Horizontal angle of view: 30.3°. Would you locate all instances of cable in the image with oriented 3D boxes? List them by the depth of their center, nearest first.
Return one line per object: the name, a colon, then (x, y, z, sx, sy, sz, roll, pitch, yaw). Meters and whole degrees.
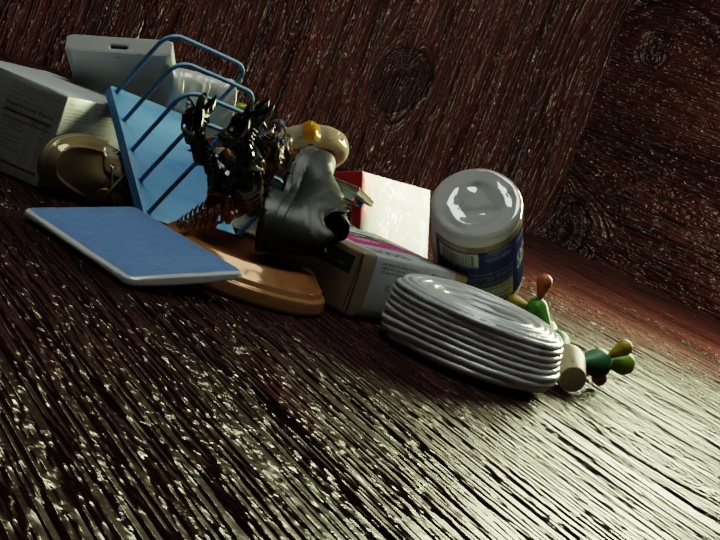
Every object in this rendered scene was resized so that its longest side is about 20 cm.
cable: (0.120, 0.065, 1.396, 0.198, 0.070, 0.200, 16, 9, -35)

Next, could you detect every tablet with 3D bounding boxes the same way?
tablet: (-0.216, -0.025, 1.252, 0.129, 0.014, 0.199, -3, 23, -42)

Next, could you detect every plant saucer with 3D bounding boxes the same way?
plant saucer: (-0.126, -0.007, 1.367, 0.198, 0.038, 0.200, 20, 7, -2)

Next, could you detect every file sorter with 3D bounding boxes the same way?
file sorter: (-0.186, -0.149, 1.526, 0.138, 0.123, 0.201, 19, 40, -44)

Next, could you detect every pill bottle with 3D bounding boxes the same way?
pill bottle: (0.143, -0.019, 1.612, 0.110, 0.111, 0.201, 23, -31, 22)

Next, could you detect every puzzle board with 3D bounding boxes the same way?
puzzle board: (-0.061, -0.116, 1.667, 0.149, 0.018, 0.200, 23, 0, 6)

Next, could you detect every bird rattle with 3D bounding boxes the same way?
bird rattle: (-0.091, -0.152, 1.848, 0.162, 0.114, 0.200, -15, -28, 29)

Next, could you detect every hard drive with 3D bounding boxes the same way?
hard drive: (-0.299, -0.231, 1.711, 0.130, 0.027, 0.201, 3, -27, -2)

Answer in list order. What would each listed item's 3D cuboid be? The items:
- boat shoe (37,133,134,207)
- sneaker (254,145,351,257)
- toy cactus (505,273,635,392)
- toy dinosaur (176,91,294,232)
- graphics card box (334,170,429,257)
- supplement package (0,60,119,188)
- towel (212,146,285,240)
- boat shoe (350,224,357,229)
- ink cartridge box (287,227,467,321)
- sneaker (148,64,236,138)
boat shoe: (-0.283, -0.107, 1.521, 0.064, 0.072, 0.199, 24, 6, 31)
sneaker: (-0.049, -0.066, 1.425, 0.090, 0.077, 0.201, 16, 34, 4)
toy cactus: (0.239, 0.088, 1.543, 0.199, 0.103, 0.165, 28, 16, -11)
toy dinosaur: (-0.125, -0.105, 1.374, 0.101, 0.137, 0.201, -5, 35, 9)
graphics card box: (0.030, -0.063, 1.854, 0.050, 0.127, 0.199, 0, -6, 30)
supplement package: (-0.379, -0.173, 1.582, 0.154, 0.112, 0.200, 23, 7, 15)
towel: (-0.134, -0.085, 1.660, 0.198, 0.035, 0.133, 22, 45, 15)
boat shoe: (-0.076, -0.040, 1.698, 0.198, 0.072, 0.062, 24, 45, 13)
ink cartridge box: (0.000, 0.000, 1.523, 0.164, 0.076, 0.199, 25, 8, 39)
sneaker: (-0.227, -0.171, 1.702, 0.115, 0.200, 0.074, 4, 50, -34)
